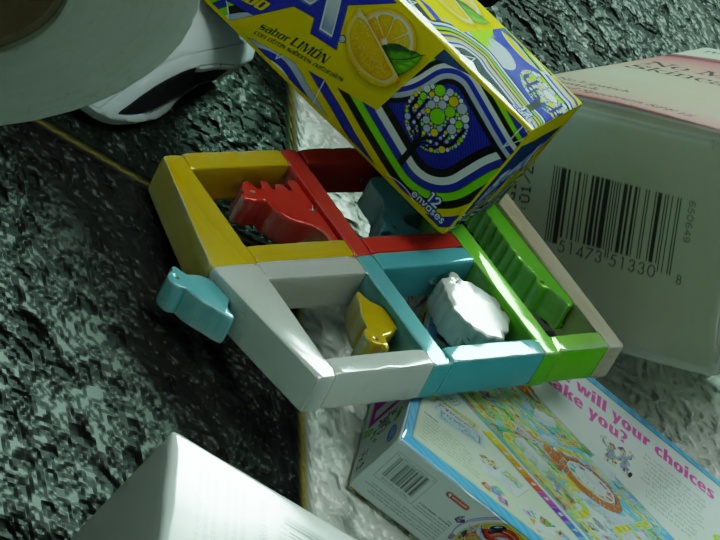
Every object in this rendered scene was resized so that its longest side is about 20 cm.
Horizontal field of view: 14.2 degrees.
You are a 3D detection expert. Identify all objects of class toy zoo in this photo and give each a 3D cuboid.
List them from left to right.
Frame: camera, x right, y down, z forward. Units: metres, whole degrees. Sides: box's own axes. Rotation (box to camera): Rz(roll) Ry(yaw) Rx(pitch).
[{"bbox_3d":[0.000,0.000,1.184,0.199,0.021,0.131,-4,45,-40],"label":"toy zoo"}]

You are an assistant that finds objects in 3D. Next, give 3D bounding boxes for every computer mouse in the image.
[{"bbox_3d":[-0.072,-0.114,1.251,0.110,0.044,0.200,50,30,2],"label":"computer mouse"}]

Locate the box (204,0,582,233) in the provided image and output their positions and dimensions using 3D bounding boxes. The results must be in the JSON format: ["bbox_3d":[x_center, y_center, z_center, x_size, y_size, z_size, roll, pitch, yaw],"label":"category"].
[{"bbox_3d":[-0.005,-0.112,1.218,0.200,0.064,0.070,44,25,8],"label":"box"}]

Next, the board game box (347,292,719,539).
[{"bbox_3d":[0.091,0.100,1.216,0.200,0.034,0.135,39,32,-14],"label":"board game box"}]

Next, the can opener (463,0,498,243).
[{"bbox_3d":[0.036,-0.102,1.333,0.063,0.078,0.201,13,66,-33],"label":"can opener"}]

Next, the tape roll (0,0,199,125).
[{"bbox_3d":[-0.153,-0.129,1.006,0.202,0.202,0.071,21,55,-36],"label":"tape roll"}]

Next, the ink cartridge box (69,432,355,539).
[{"bbox_3d":[-0.010,0.169,0.962,0.199,0.085,0.146,31,34,-22],"label":"ink cartridge box"}]

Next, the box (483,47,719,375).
[{"bbox_3d":[0.161,-0.033,1.334,0.127,0.110,0.200,15,17,30],"label":"box"}]
